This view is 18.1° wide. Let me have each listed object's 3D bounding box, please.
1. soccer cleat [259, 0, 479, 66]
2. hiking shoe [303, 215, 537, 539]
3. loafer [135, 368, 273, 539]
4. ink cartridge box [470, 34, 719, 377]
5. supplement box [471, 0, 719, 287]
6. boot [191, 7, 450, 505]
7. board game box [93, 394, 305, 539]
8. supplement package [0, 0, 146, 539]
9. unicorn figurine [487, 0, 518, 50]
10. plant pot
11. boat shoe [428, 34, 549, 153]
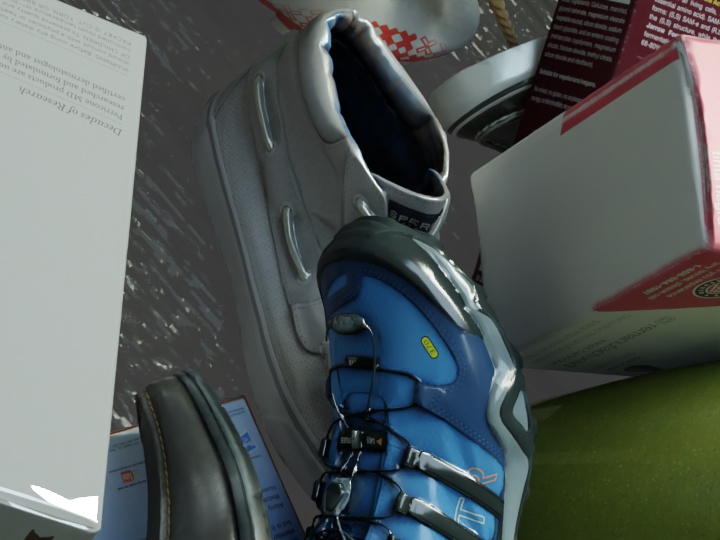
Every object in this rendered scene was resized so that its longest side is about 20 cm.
[{"bbox_3d":[-0.022,-0.146,0.952,0.199,0.085,0.069,22,52,-26],"label":"soccer cleat"},{"bbox_3d":[0.016,0.082,0.802,0.086,0.074,0.202,-21,100,-46],"label":"hiking shoe"},{"bbox_3d":[-0.059,0.122,0.747,0.072,0.073,0.201,-10,54,-6],"label":"loafer"},{"bbox_3d":[0.165,-0.013,0.868,0.199,0.145,0.085,4,70,-29],"label":"ink cartridge box"},{"bbox_3d":[0.129,-0.064,0.964,0.108,0.061,0.201,15,95,-31],"label":"supplement box"},{"bbox_3d":[0.000,0.000,0.873,0.073,0.095,0.201,-10,71,-41],"label":"boot"},{"bbox_3d":[-0.098,0.113,0.782,0.199,0.019,0.103,-13,72,-42],"label":"board game box"},{"bbox_3d":[-0.150,0.011,0.712,0.119,0.121,0.201,21,45,-23],"label":"supplement package"},{"bbox_3d":[0.028,-0.137,0.884,0.199,0.137,0.074,2,87,-35],"label":"unicorn figurine"},{"bbox_3d":[0.153,0.108,0.851,0.187,0.199,0.189,5,90,-68],"label":"plant pot"},{"bbox_3d":[0.118,-0.068,1.026,0.199,0.071,0.064,-6,70,-39],"label":"boat shoe"}]
